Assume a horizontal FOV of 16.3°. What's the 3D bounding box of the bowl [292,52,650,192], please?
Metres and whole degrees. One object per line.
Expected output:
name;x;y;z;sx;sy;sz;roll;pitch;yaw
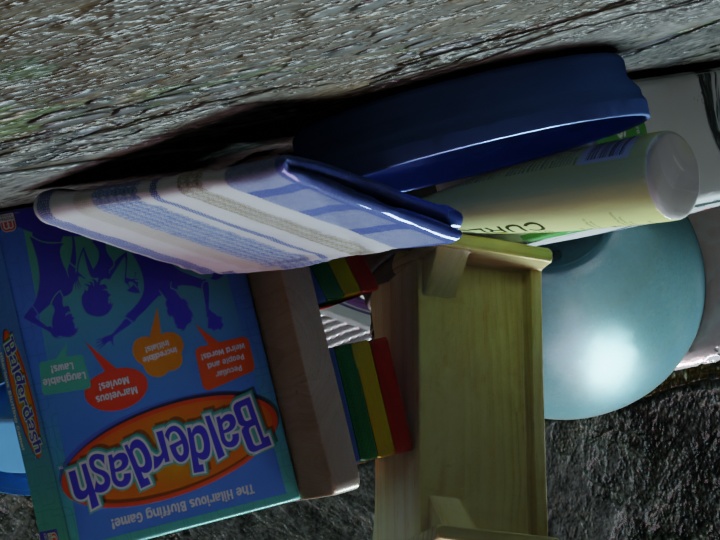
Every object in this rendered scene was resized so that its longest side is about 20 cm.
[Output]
bowl;0.057;-0.078;1.378;0.200;0.039;0.201;-13;177;-1

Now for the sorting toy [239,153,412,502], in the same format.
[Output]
sorting toy;-0.046;0.039;1.539;0.069;0.199;0.200;-12;177;-24

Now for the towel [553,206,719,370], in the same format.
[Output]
towel;0.174;-0.007;1.823;0.199;0.191;0.032;-13;155;5

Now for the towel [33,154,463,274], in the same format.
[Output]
towel;-0.061;-0.031;1.344;0.200;0.024;0.147;-8;162;43

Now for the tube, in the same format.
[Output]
tube;0.103;-0.042;1.456;0.200;0.052;0.058;-7;139;43

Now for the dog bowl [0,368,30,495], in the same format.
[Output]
dog bowl;-0.196;0.100;1.677;0.199;0.050;0.112;-1;142;20

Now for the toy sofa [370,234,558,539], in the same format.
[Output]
toy sofa;0.062;0.084;1.517;0.083;0.201;0.098;8;158;-21

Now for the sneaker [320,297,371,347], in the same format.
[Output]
sneaker;0.016;0.045;1.744;0.200;0.073;0.114;28;-161;-12

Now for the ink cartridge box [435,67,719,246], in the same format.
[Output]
ink cartridge box;0.166;-0.070;1.580;0.200;0.083;0.146;-12;177;-40

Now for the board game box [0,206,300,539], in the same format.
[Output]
board game box;-0.130;0.054;1.457;0.152;0.201;0.045;-13;177;-31

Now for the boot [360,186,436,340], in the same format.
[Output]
boot;0.000;0.000;1.631;0.199;0.131;0.068;-19;138;3

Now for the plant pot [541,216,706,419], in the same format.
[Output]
plant pot;0.137;-0.014;1.741;0.200;0.201;0.135;-14;155;3
